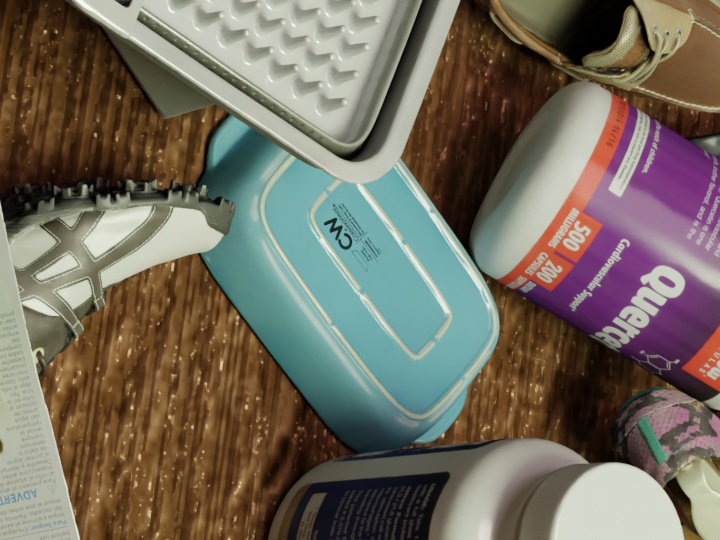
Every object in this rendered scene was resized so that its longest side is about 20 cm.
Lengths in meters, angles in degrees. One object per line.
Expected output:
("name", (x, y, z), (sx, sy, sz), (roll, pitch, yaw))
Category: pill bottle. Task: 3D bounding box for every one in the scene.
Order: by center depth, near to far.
("pill bottle", (0.054, 0.136, 1.321), (0.111, 0.200, 0.111), (6, 80, -37))
("pill bottle", (0.163, -0.004, 1.446), (0.200, 0.112, 0.113), (31, 64, -7))

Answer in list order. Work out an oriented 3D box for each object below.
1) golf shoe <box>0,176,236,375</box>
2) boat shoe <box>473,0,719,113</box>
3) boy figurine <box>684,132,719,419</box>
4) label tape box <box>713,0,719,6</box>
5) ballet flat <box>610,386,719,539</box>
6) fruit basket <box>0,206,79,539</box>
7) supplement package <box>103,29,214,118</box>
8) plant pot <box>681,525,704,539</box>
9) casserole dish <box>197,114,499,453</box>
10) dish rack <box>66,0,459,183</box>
("golf shoe", (-0.147, 0.007, 1.271), (0.200, 0.078, 0.095), (-8, 95, -29))
("boat shoe", (0.131, -0.125, 1.485), (0.200, 0.076, 0.072), (22, 28, -26))
("boy figurine", (0.219, 0.021, 1.548), (0.124, 0.064, 0.200), (-12, 93, -27))
("label tape box", (0.187, -0.216, 1.560), (0.200, 0.063, 0.144), (38, 63, -28))
("ballet flat", (0.198, 0.131, 1.479), (0.200, 0.069, 0.071), (40, 23, -42))
("fruit basket", (-0.209, 0.080, 1.165), (0.094, 0.185, 0.200), (-47, 123, -74))
("supplement package", (-0.031, -0.179, 1.354), (0.200, 0.114, 0.110), (-44, 109, -34))
("plant pot", (0.160, 0.217, 1.421), (0.200, 0.186, 0.186), (51, 56, -5))
("casserole dish", (0.000, 0.000, 1.402), (0.200, 0.039, 0.121), (54, 56, -18))
("dish rack", (-0.047, -0.146, 1.240), (0.200, 0.044, 0.172), (33, 64, -28))
